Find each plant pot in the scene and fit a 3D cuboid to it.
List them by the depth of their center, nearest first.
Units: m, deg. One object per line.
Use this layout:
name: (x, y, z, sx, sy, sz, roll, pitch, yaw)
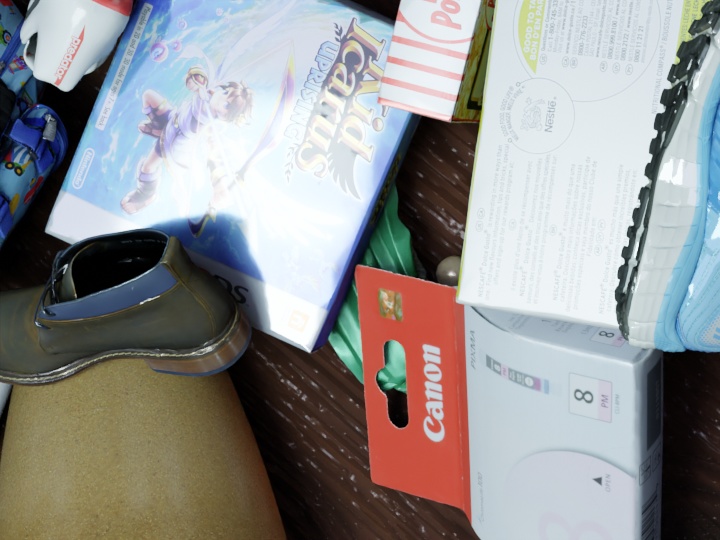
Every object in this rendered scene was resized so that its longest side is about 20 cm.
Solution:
plant pot: (-0.143, 0.104, 1.316, 0.186, 0.186, 0.201, -14, 72, 18)

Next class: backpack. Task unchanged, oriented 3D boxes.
backpack: (-0.258, -0.083, 1.338, 0.134, 0.200, 0.183, 32, 138, -8)

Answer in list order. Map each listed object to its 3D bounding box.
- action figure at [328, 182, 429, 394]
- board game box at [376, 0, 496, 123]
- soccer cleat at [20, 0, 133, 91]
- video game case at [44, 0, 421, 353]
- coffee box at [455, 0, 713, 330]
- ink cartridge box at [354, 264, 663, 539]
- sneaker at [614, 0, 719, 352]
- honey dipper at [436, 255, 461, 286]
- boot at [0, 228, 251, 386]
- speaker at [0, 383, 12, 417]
action figure: (0.000, 0.000, 1.315, 0.118, 0.055, 0.200, -30, 88, 16)
board game box: (0.073, -0.160, 1.207, 0.046, 0.200, 0.152, 16, 96, 15)
soccer cleat: (-0.176, -0.159, 1.298, 0.068, 0.200, 0.085, 25, 98, -16)
video game case: (-0.068, -0.078, 1.273, 0.181, 0.045, 0.201, 24, 98, 7)
coffee box: (0.180, -0.071, 1.175, 0.197, 0.200, 0.201, 9, 95, 18)
ink cartridge box: (0.078, 0.094, 1.240, 0.199, 0.057, 0.163, 10, 121, 25)
sneaker: (0.189, -0.053, 1.042, 0.090, 0.078, 0.201, 14, 100, -2)
honey dipper: (0.106, 0.076, 1.290, 0.038, 0.038, 0.200, -33, 82, 17)
boot: (-0.170, 0.013, 1.232, 0.199, 0.097, 0.075, -3, 55, 17)
speaker: (-0.291, 0.128, 1.404, 0.081, 0.081, 0.201, 24, 99, 16)
